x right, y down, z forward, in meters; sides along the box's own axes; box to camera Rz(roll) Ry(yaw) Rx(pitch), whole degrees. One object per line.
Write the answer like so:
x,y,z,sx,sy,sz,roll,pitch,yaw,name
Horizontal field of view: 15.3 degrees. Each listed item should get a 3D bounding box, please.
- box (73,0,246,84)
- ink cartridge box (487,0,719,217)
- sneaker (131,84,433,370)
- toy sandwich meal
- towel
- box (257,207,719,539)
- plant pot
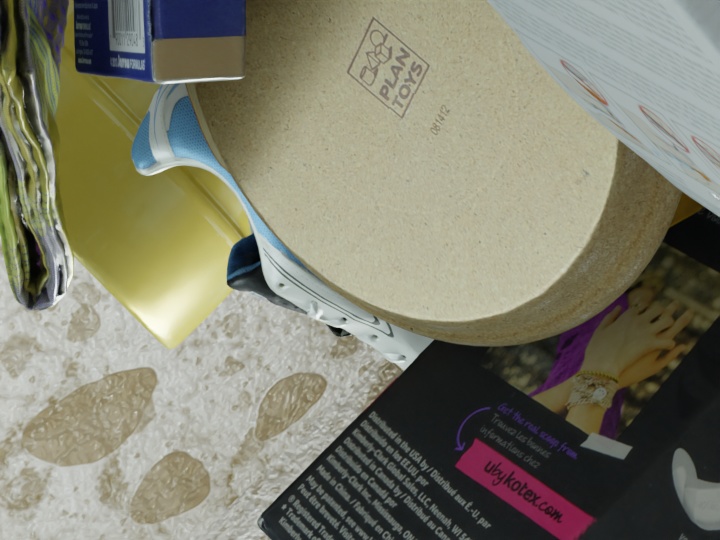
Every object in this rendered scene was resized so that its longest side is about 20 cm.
-0.063,-0.156,0.779,0.121,0.032,0.201,-160,66,-73,box
0.063,-0.066,0.559,0.200,0.047,0.160,43,179,-32,ink cartridge box
0.000,0.000,0.964,0.200,0.072,0.072,45,-170,-16,sneaker
0.024,-0.070,0.810,0.205,0.070,0.206,18,120,33,toy sandwich meal
-0.102,-0.102,0.837,0.144,0.023,0.201,88,-179,-56,towel
0.089,0.063,0.853,0.106,0.200,0.122,42,175,47,box
-0.097,-0.096,1.325,0.201,0.189,0.201,46,176,4,plant pot
